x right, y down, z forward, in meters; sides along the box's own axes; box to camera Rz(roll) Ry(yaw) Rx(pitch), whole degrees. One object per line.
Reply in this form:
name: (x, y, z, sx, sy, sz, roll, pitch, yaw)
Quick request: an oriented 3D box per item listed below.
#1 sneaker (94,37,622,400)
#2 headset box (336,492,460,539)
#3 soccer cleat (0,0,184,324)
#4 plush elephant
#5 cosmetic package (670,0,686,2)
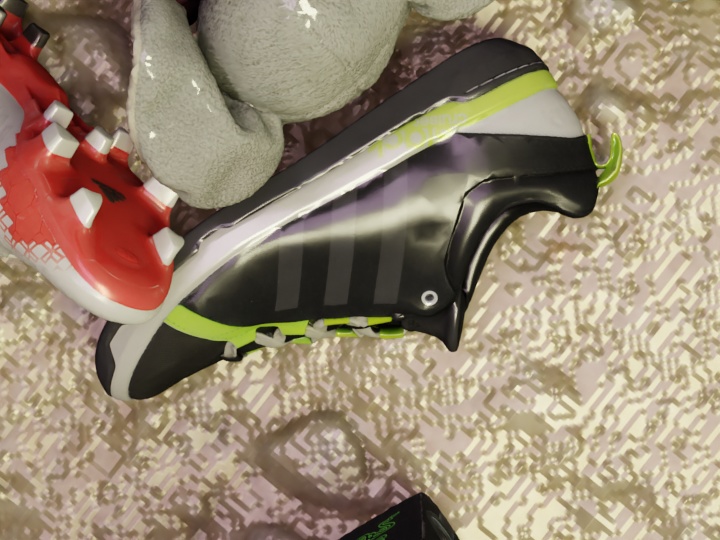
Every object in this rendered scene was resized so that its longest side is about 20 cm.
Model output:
sneaker: (0.000, 0.000, 0.865, 0.200, 0.072, 0.083, -35, 84, 7)
headset box: (-0.027, 0.171, 0.799, 0.174, 0.200, 0.093, -32, 98, 7)
soccer cleat: (-0.126, -0.030, 0.862, 0.085, 0.069, 0.200, -51, 46, 13)
plush elephant: (-0.038, -0.117, 0.844, 0.165, 0.200, 0.155, -29, 100, -1)
cosmetic package: (0.112, -0.215, 0.797, 0.167, 0.166, 0.200, -38, 91, 4)
